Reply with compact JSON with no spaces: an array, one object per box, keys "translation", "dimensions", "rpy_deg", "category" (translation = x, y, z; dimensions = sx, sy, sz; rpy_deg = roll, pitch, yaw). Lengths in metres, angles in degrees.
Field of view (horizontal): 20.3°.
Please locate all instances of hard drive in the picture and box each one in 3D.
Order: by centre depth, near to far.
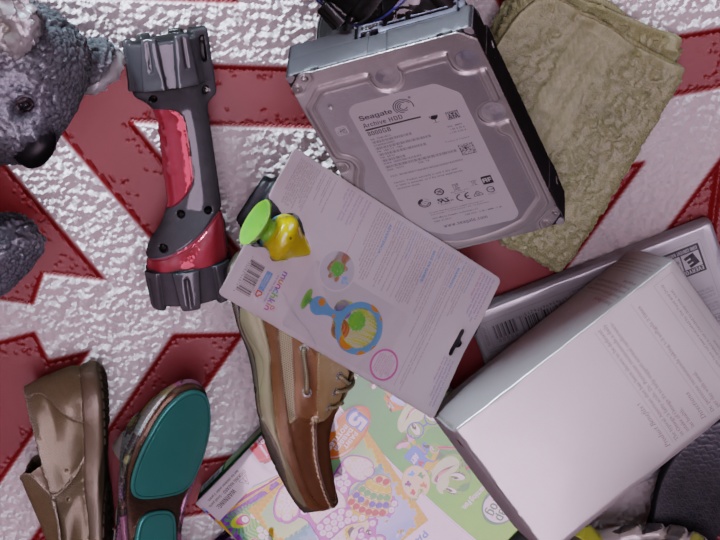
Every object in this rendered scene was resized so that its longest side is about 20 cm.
[{"translation":[0.049,-0.092,1.409],"dimensions":[0.139,0.038,0.200],"rpy_deg":[-13,135,18],"category":"hard drive"}]

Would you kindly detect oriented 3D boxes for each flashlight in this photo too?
[{"translation":[-0.138,-0.074,1.477],"dimensions":[0.068,0.068,0.201],"rpy_deg":[1,107,32],"category":"flashlight"}]

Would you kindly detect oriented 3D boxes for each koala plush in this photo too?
[{"translation":[-0.269,-0.114,1.396],"dimensions":[0.200,0.177,0.184],"rpy_deg":[-39,62,15],"category":"koala plush"}]

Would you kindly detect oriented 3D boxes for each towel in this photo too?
[{"translation":[0.139,-0.110,1.492],"dimensions":[0.148,0.037,0.201],"rpy_deg":[25,103,-10],"category":"towel"}]

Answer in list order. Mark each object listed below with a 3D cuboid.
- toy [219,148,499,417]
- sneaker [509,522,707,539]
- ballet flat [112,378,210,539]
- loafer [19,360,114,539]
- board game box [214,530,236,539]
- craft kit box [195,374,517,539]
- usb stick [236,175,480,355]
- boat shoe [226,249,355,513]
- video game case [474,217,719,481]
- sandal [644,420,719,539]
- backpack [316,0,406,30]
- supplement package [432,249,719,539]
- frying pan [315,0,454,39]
[{"translation":[-0.005,0.009,1.446],"dimensions":[0.200,0.047,0.116],"rpy_deg":[32,81,-31],"category":"toy"},{"translation":[0.205,0.241,1.557],"dimensions":[0.199,0.075,0.085],"rpy_deg":[11,141,24],"category":"sneaker"},{"translation":[-0.163,0.168,1.542],"dimensions":[0.069,0.071,0.201],"rpy_deg":[-3,112,-33],"category":"ballet flat"},{"translation":[-0.226,0.167,1.541],"dimensions":[0.067,0.076,0.201],"rpy_deg":[2,98,0],"category":"loafer"},{"translation":[-0.134,0.309,1.606],"dimensions":[0.200,0.032,0.120],"rpy_deg":[-41,100,10],"category":"board game box"},{"translation":[0.010,0.172,1.553],"dimensions":[0.197,0.049,0.200],"rpy_deg":[42,101,-8],"category":"craft kit box"},{"translation":[0.000,0.000,1.510],"dimensions":[0.199,0.033,0.056],"rpy_deg":[33,117,-6],"category":"usb stick"},{"translation":[-0.041,0.077,1.480],"dimensions":[0.073,0.076,0.201],"rpy_deg":[-13,97,5],"category":"boat shoe"},{"translation":[0.205,0.076,1.556],"dimensions":[0.199,0.023,0.183],"rpy_deg":[-21,106,3],"category":"video game case"},{"translation":[0.256,0.181,1.569],"dimensions":[0.076,0.043,0.201],"rpy_deg":[16,123,-10],"category":"sandal"},{"translation":[0.011,-0.296,1.371],"dimensions":[0.200,0.147,0.183],"rpy_deg":[-39,109,18],"category":"backpack"},{"translation":[0.168,0.093,1.465],"dimensions":[0.200,0.117,0.117],"rpy_deg":[-37,99,-4],"category":"supplement package"},{"translation":[0.003,-0.138,1.469],"dimensions":[0.115,0.031,0.190],"rpy_deg":[36,90,-8],"category":"frying pan"}]
